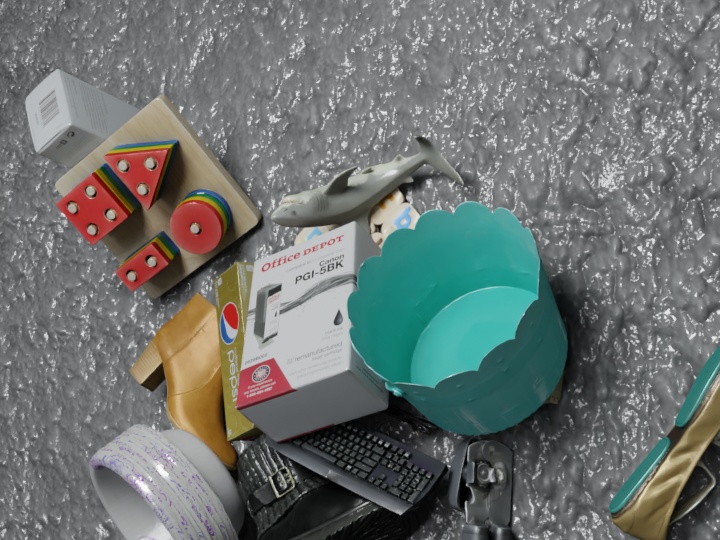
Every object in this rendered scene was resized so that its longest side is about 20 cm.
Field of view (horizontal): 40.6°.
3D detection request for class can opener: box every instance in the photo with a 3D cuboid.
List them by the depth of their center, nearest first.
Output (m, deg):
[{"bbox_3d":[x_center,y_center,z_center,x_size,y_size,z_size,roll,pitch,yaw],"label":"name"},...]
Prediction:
[{"bbox_3d":[0.117,0.270,0.970,0.067,0.053,0.202,158,120,-63],"label":"can opener"}]

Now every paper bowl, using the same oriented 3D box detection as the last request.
[{"bbox_3d":[-0.210,0.265,1.114,0.200,0.202,0.104,25,47,37],"label":"paper bowl"}]

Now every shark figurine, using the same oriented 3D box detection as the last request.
[{"bbox_3d":[0.013,-0.079,1.119,0.212,0.128,0.090,-21,90,8],"label":"shark figurine"}]

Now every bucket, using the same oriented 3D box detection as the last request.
[{"bbox_3d":[0.100,0.052,0.955,0.205,0.135,0.209,-16,49,19],"label":"bucket"}]

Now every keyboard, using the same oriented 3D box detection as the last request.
[{"bbox_3d":[0.006,0.177,1.034,0.199,0.021,0.127,20,46,33],"label":"keyboard"}]

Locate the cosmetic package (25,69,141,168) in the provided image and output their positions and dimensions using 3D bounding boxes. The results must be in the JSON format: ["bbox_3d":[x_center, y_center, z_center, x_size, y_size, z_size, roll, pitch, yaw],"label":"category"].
[{"bbox_3d":[-0.345,-0.180,1.316,0.074,0.199,0.102,-33,58,22],"label":"cosmetic package"}]

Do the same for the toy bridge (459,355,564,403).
[{"bbox_3d":[0.112,0.124,1.021,0.198,0.027,0.068,2,78,33],"label":"toy bridge"}]

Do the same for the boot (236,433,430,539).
[{"bbox_3d":[-0.037,0.232,1.059,0.209,0.080,0.159,-24,49,10],"label":"boot"}]

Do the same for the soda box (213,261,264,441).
[{"bbox_3d":[-0.125,0.096,1.152,0.068,0.063,0.202,-33,59,49],"label":"soda box"}]

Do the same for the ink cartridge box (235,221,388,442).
[{"bbox_3d":[-0.048,0.064,1.053,0.146,0.083,0.202,-21,45,24],"label":"ink cartridge box"}]

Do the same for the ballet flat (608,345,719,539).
[{"bbox_3d":[0.301,0.157,0.874,0.063,0.069,0.201,33,99,8],"label":"ballet flat"}]

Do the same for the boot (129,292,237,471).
[{"bbox_3d":[-0.180,0.130,1.196,0.144,0.071,0.201,-46,69,-4],"label":"boot"}]

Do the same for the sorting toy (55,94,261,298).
[{"bbox_3d":[-0.266,-0.080,1.238,0.198,0.201,0.070,-34,15,21],"label":"sorting toy"}]

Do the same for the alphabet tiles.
[{"bbox_3d":[0.000,0.000,1.143,0.196,0.015,0.201,-46,56,14],"label":"alphabet tiles"}]
